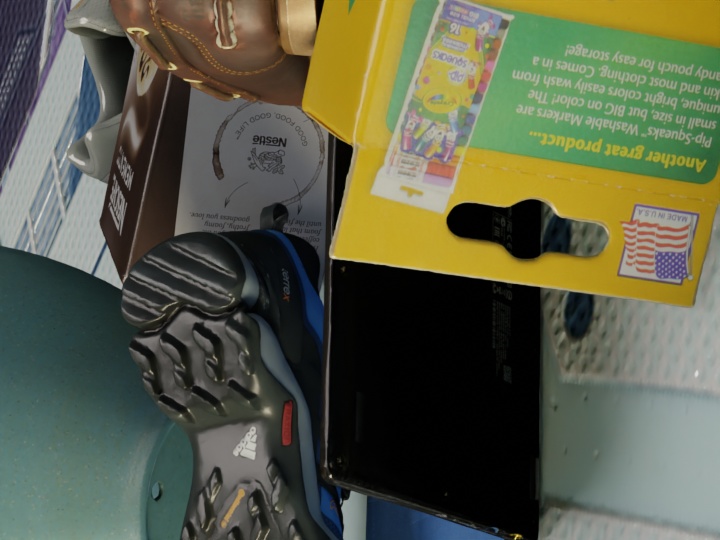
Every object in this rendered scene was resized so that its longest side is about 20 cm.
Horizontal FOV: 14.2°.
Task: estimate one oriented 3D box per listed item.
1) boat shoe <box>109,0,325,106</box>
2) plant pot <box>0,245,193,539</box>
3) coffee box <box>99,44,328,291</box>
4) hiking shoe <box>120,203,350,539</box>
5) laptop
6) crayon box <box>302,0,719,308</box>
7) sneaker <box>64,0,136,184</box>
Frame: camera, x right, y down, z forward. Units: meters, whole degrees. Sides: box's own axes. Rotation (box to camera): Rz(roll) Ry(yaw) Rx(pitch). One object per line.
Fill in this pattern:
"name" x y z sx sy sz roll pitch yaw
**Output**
"boat shoe" -0.040 -0.092 0.954 0.200 0.070 0.071 37 -130 -84
"plant pot" -0.117 0.091 1.169 0.134 0.200 0.202 2 84 32
"coffee box" -0.042 -0.095 1.128 0.113 0.079 0.201 -130 52 -73
"hiking shoe" -0.025 0.079 1.055 0.074 0.087 0.201 -3 98 33
"laptop" 0.000 0.000 0.986 0.115 0.200 0.189 -8 73 31
"crayon box" 0.060 -0.098 0.853 0.052 0.125 0.201 -141 62 -64
"sneaker" -0.077 -0.127 1.224 0.076 0.091 0.201 173 104 -65
